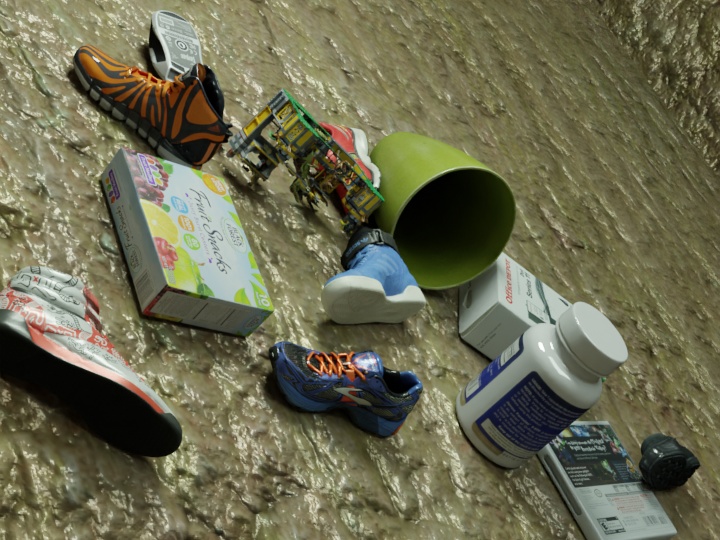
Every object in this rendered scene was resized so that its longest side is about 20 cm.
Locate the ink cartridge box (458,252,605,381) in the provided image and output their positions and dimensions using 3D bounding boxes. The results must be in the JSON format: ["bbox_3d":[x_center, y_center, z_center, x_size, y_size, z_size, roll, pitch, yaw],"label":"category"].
[{"bbox_3d":[0.238,0.082,1.635,0.199,0.083,0.147,35,28,-16],"label":"ink cartridge box"}]

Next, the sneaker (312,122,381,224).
[{"bbox_3d":[-0.030,-0.134,1.600,0.084,0.077,0.201,16,31,-25],"label":"sneaker"}]

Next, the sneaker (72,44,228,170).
[{"bbox_3d":[-0.235,-0.217,1.371,0.200,0.112,0.078,40,27,-9],"label":"sneaker"}]

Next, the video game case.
[{"bbox_3d":[0.317,0.279,1.542,0.199,0.023,0.183,8,45,-48],"label":"video game case"}]

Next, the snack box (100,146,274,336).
[{"bbox_3d":[-0.186,-0.031,1.247,0.142,0.053,0.201,17,38,-44],"label":"snack box"}]

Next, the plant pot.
[{"bbox_3d":[0.086,-0.106,1.617,0.186,0.188,0.200,22,21,-36],"label":"plant pot"}]

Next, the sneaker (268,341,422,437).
[{"bbox_3d":[-0.015,0.112,1.257,0.199,0.078,0.076,22,34,-37],"label":"sneaker"}]

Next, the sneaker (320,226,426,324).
[{"bbox_3d":[-0.001,0.001,1.426,0.199,0.077,0.112,6,52,-56],"label":"sneaker"}]

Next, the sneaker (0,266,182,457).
[{"bbox_3d":[-0.232,0.074,1.027,0.201,0.067,0.108,34,32,-15],"label":"sneaker"}]

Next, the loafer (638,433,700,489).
[{"bbox_3d":[0.422,0.265,1.645,0.070,0.068,0.200,42,10,27],"label":"loafer"}]

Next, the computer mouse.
[{"bbox_3d":[-0.231,-0.250,1.502,0.109,0.044,0.201,12,47,-39],"label":"computer mouse"}]

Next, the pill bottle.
[{"bbox_3d":[0.220,0.135,1.413,0.119,0.200,0.120,32,30,-22],"label":"pill bottle"}]

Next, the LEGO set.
[{"bbox_3d":[-0.076,-0.118,1.448,0.200,0.116,0.154,39,12,-43],"label":"LEGO set"}]
